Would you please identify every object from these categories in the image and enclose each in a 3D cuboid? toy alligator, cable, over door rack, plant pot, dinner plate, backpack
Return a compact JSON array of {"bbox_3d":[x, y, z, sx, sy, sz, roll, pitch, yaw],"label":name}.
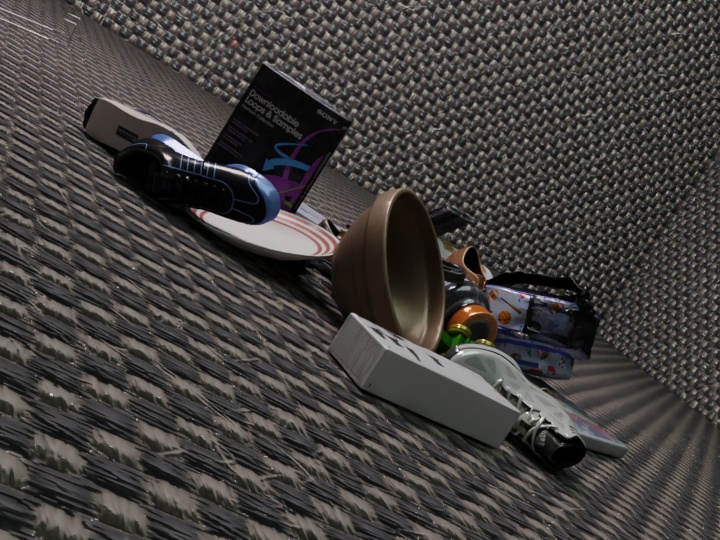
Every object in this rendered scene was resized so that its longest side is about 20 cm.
[{"bbox_3d":[0.153,0.128,1.267,0.199,0.059,0.054,32,-33,-12],"label":"toy alligator"},{"bbox_3d":[0.043,-0.016,1.349,0.199,0.051,0.097,20,12,-9],"label":"cable"},{"bbox_3d":[-0.495,-0.338,1.362,0.199,0.067,0.148,9,16,-18],"label":"over door rack"},{"bbox_3d":[0.027,0.008,1.171,0.092,0.202,0.201,-8,-11,24],"label":"plant pot"},{"bbox_3d":[-0.120,-0.048,1.198,0.199,0.024,0.200,18,14,-5],"label":"dinner plate"},{"bbox_3d":[0.270,0.088,1.556,0.190,0.155,0.200,20,-8,22],"label":"backpack"}]

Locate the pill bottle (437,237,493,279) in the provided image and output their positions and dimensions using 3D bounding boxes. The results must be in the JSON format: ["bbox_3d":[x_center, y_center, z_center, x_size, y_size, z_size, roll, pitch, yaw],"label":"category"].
[{"bbox_3d":[0.160,0.029,1.664,0.200,0.115,0.114,29,9,-29],"label":"pill bottle"}]

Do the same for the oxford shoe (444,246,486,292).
[{"bbox_3d":[0.162,0.044,1.500,0.071,0.071,0.201,24,44,-33],"label":"oxford shoe"}]

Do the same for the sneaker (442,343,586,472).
[{"bbox_3d":[0.183,0.156,1.112,0.200,0.076,0.115,33,5,-22],"label":"sneaker"}]

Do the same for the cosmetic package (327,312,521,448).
[{"bbox_3d":[0.068,0.113,1.003,0.200,0.051,0.083,28,10,-35],"label":"cosmetic package"}]

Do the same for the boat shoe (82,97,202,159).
[{"bbox_3d":[-0.255,-0.159,1.260,0.200,0.075,0.093,36,16,21],"label":"boat shoe"}]

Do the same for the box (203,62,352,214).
[{"bbox_3d":[-0.123,-0.156,1.325,0.143,0.200,0.036,34,8,10],"label":"box"}]

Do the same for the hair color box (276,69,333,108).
[{"bbox_3d":[-0.132,-0.178,1.417,0.061,0.200,0.099,37,8,22],"label":"hair color box"}]

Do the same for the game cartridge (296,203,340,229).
[{"bbox_3d":[-0.114,-0.096,1.612,0.200,0.042,0.133,33,12,-2],"label":"game cartridge"}]

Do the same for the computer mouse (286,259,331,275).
[{"bbox_3d":[-0.007,0.025,1.285,0.199,0.044,0.110,27,4,-6],"label":"computer mouse"}]

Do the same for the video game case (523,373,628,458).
[{"bbox_3d":[0.284,0.202,1.443,0.182,0.023,0.200,40,10,37],"label":"video game case"}]

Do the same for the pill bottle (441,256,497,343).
[{"bbox_3d":[0.113,0.047,1.394,0.106,0.106,0.200,28,10,-36],"label":"pill bottle"}]

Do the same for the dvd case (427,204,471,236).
[{"bbox_3d":[0.078,-0.058,1.663,0.149,0.199,0.016,13,57,-69],"label":"dvd case"}]

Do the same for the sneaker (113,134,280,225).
[{"bbox_3d":[-0.191,-0.096,1.134,0.199,0.070,0.078,23,31,19],"label":"sneaker"}]

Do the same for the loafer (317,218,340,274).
[{"bbox_3d":[0.000,0.000,1.374,0.200,0.063,0.072,37,8,22],"label":"loafer"}]
